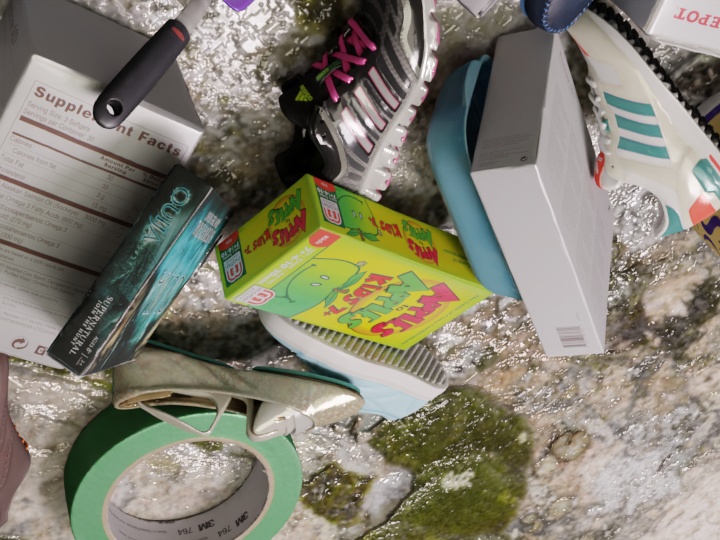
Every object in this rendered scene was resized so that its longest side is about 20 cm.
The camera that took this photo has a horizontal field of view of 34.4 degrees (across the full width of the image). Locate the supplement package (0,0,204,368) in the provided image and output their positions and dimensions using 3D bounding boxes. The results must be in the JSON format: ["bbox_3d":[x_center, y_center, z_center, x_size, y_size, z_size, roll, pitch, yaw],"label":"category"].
[{"bbox_3d":[-0.205,-0.059,0.751,0.117,0.117,0.200,22,114,-31],"label":"supplement package"}]

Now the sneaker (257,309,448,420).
[{"bbox_3d":[-0.018,0.081,0.961,0.200,0.074,0.082,30,116,-34],"label":"sneaker"}]

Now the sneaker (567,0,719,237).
[{"bbox_3d":[0.199,-0.109,0.874,0.093,0.070,0.200,-38,102,21],"label":"sneaker"}]

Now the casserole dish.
[{"bbox_3d":[0.095,-0.066,0.877,0.039,0.121,0.200,-6,131,25],"label":"casserole dish"}]

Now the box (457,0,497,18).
[{"bbox_3d":[0.053,-0.275,0.694,0.200,0.049,0.161,36,107,-26],"label":"box"}]

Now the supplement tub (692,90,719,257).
[{"bbox_3d":[0.352,-0.050,0.932,0.145,0.200,0.146,-11,128,-14],"label":"supplement tub"}]

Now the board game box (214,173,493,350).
[{"bbox_3d":[0.000,0.000,0.882,0.101,0.048,0.200,-36,145,30],"label":"board game box"}]

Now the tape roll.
[{"bbox_3d":[-0.151,0.183,1.001,0.199,0.048,0.201,-12,128,-15],"label":"tape roll"}]

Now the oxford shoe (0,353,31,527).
[{"bbox_3d":[-0.294,0.128,0.901,0.072,0.071,0.201,-15,133,-49],"label":"oxford shoe"}]

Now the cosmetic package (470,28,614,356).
[{"bbox_3d":[0.143,-0.056,0.874,0.051,0.151,0.200,-5,135,25],"label":"cosmetic package"}]

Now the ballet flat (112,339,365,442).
[{"bbox_3d":[-0.098,0.105,0.916,0.199,0.063,0.068,12,156,-2],"label":"ballet flat"}]

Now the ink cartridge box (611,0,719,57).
[{"bbox_3d":[0.279,-0.258,0.822,0.145,0.084,0.201,6,123,-26],"label":"ink cartridge box"}]

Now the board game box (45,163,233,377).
[{"bbox_3d":[-0.136,0.003,0.766,0.028,0.200,0.136,34,88,-1],"label":"board game box"}]

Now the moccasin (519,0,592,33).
[{"bbox_3d":[0.175,-0.238,0.768,0.080,0.068,0.200,-12,140,-45],"label":"moccasin"}]

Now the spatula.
[{"bbox_3d":[-0.104,-0.154,0.704,0.020,0.200,0.057,-16,124,44],"label":"spatula"}]

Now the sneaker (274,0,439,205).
[{"bbox_3d":[-0.009,-0.127,0.808,0.087,0.074,0.201,-3,131,-28],"label":"sneaker"}]
